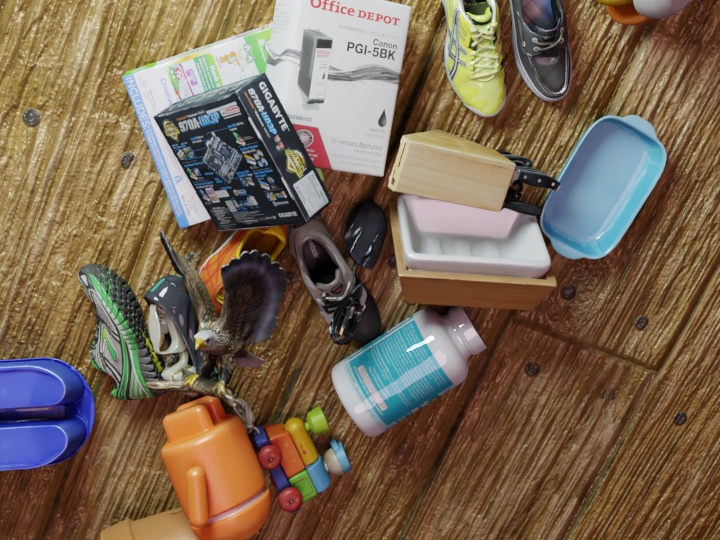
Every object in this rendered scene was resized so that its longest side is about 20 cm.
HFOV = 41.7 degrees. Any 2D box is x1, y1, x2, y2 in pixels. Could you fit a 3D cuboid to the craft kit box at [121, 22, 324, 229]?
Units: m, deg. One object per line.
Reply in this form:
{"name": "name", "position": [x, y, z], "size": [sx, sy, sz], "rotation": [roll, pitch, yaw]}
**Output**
{"name": "craft kit box", "position": [-0.164, -0.177, 1.164], "size": [0.194, 0.049, 0.203], "rotation": [-16, 111, 3]}

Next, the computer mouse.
{"name": "computer mouse", "position": [0.000, 0.000, 1.185], "size": [0.034, 0.203, 0.058], "rotation": [-8, 150, 37]}

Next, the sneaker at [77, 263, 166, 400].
{"name": "sneaker", "position": [-0.322, 0.086, 1.224], "size": [0.084, 0.078, 0.203], "rotation": [-17, 111, 2]}

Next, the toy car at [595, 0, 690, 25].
{"name": "toy car", "position": [0.353, -0.376, 1.098], "size": [0.201, 0.175, 0.149], "rotation": [-49, 142, 12]}

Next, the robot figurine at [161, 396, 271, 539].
{"name": "robot figurine", "position": [-0.187, 0.268, 1.226], "size": [0.115, 0.144, 0.203], "rotation": [-23, 94, -20]}

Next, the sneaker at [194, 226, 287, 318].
{"name": "sneaker", "position": [-0.160, 0.002, 1.202], "size": [0.072, 0.078, 0.201], "rotation": [24, 121, -18]}

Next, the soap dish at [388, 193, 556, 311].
{"name": "soap dish", "position": [0.135, -0.022, 1.196], "size": [0.196, 0.158, 0.082], "rotation": [4, 127, -7]}

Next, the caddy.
{"name": "caddy", "position": [-0.451, 0.188, 1.237], "size": [0.196, 0.105, 0.144], "rotation": [-3, 86, -5]}

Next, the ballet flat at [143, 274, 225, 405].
{"name": "ballet flat", "position": [-0.238, 0.107, 1.242], "size": [0.072, 0.073, 0.203], "rotation": [-14, 108, 0]}

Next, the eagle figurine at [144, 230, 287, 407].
{"name": "eagle figurine", "position": [-0.175, 0.058, 1.151], "size": [0.149, 0.151, 0.204], "rotation": [3, 98, -24]}

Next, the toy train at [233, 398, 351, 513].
{"name": "toy train", "position": [-0.095, 0.221, 1.299], "size": [0.114, 0.085, 0.202], "rotation": [-26, 109, -8]}

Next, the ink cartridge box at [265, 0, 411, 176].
{"name": "ink cartridge box", "position": [-0.033, -0.223, 1.109], "size": [0.145, 0.083, 0.203], "rotation": [4, 102, -23]}

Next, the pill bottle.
{"name": "pill bottle", "position": [0.068, 0.126, 1.259], "size": [0.198, 0.111, 0.111], "rotation": [-33, 110, 7]}

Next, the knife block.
{"name": "knife block", "position": [0.146, -0.112, 1.153], "size": [0.174, 0.200, 0.065], "rotation": [23, 109, 18]}

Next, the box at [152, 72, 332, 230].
{"name": "box", "position": [-0.137, -0.126, 1.066], "size": [0.046, 0.199, 0.160], "rotation": [-40, 113, -31]}

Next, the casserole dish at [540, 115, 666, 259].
{"name": "casserole dish", "position": [0.312, -0.111, 1.237], "size": [0.120, 0.039, 0.202], "rotation": [25, 106, -14]}

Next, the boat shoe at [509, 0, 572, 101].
{"name": "boat shoe", "position": [0.221, -0.300, 1.145], "size": [0.069, 0.066, 0.203], "rotation": [-14, 110, 0]}

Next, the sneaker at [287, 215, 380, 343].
{"name": "sneaker", "position": [-0.035, 0.024, 1.226], "size": [0.074, 0.089, 0.201], "rotation": [-32, 111, 5]}

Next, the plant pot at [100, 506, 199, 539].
{"name": "plant pot", "position": [-0.250, 0.415, 1.300], "size": [0.139, 0.200, 0.202], "rotation": [-27, 111, -13]}

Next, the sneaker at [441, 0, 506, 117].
{"name": "sneaker", "position": [0.136, -0.280, 1.139], "size": [0.074, 0.077, 0.203], "rotation": [-17, 112, -1]}
